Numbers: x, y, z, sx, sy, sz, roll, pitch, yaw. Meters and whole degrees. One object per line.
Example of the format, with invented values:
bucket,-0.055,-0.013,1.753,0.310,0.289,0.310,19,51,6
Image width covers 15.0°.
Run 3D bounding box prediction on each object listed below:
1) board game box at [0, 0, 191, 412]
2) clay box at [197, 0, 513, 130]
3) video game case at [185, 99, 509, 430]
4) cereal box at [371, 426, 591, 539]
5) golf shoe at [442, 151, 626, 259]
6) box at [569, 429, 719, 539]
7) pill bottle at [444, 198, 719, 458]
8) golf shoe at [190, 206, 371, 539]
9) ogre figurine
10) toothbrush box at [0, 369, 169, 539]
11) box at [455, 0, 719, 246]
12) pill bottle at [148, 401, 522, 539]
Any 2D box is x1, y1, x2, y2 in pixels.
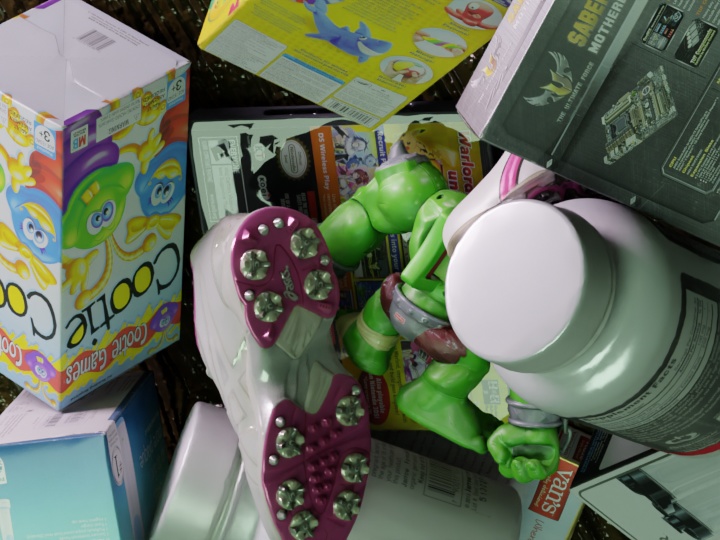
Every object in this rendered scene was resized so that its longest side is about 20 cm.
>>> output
board game box,-0.172,-0.039,1.591,0.105,0.103,0.201,30,133,30
clay box,0.007,-0.148,1.437,0.115,0.048,0.200,24,152,-18
video game case,0.000,0.000,1.590,0.180,0.026,0.201,-1,113,17
cereal box,0.036,0.126,1.681,0.199,0.040,0.144,24,125,4
golf shoe,0.120,-0.075,1.439,0.200,0.092,0.073,-39,142,2
box,0.225,0.109,1.542,0.117,0.060,0.200,39,145,-17
pill bottle,0.131,0.026,1.391,0.110,0.111,0.200,-18,157,31
golf shoe,-0.048,0.062,1.525,0.091,0.075,0.201,3,103,57
ogre figurine,0.048,0.017,1.509,0.098,0.200,0.120,7,120,-39
toothbrush box,-0.161,0.176,1.633,0.085,0.146,0.201,-6,101,8
box,0.163,-0.127,1.343,0.158,0.048,0.200,22,106,-20
pill bottle,-0.016,0.150,1.599,0.199,0.115,0.115,19,129,-7
